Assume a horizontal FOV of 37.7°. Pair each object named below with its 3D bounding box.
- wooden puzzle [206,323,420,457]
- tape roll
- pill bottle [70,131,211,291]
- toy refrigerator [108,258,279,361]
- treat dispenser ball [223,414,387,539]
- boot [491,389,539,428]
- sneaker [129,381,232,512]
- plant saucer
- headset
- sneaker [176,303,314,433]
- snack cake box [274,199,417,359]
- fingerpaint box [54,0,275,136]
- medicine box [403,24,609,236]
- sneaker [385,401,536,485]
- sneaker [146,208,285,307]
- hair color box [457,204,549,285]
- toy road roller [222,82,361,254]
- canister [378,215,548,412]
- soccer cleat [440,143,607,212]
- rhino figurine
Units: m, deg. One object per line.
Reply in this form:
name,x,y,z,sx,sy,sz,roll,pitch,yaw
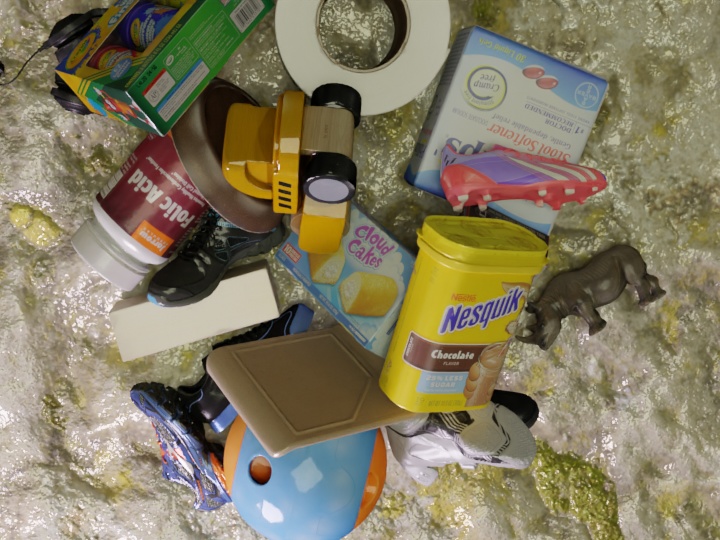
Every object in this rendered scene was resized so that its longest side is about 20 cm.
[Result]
wooden puzzle,-0.053,0.134,1.210,0.198,0.185,0.038,-13,127,-30
tape roll,-0.002,-0.283,1.231,0.199,0.139,0.206,-1,99,-5
pill bottle,-0.245,-0.082,1.256,0.114,0.114,0.200,41,94,-9
toy refrigerator,-0.201,0.050,1.301,0.197,0.076,0.071,-17,100,-2
treat dispenser ball,-0.066,0.230,1.277,0.198,0.201,0.204,-1,99,-4
boot,0.116,0.119,1.289,0.163,0.066,0.202,-11,122,20
sneaker,-0.228,0.227,1.330,0.078,0.075,0.201,-36,98,5
plant saucer,-0.140,-0.141,1.217,0.032,0.200,0.202,-25,102,27
headset,-0.340,-0.245,1.257,0.197,0.094,0.125,-7,99,-19
sneaker,-0.144,0.108,1.318,0.078,0.070,0.200,41,91,-11
snack cake box,0.000,0.000,1.251,0.116,0.200,0.067,-53,140,6
fingerpaint box,-0.219,-0.260,1.172,0.201,0.166,0.074,-52,133,-15
medicine box,0.173,-0.167,1.282,0.180,0.103,0.202,20,96,-7
sneaker,0.115,0.208,1.272,0.198,0.075,0.116,16,140,19
sneaker,-0.178,-0.033,1.253,0.200,0.073,0.083,-40,137,-30
hair color box,0.132,0.020,1.281,0.110,0.064,0.201,25,129,-7
toy road roller,-0.077,-0.116,1.166,0.144,0.201,0.125,5,63,-2
canister,0.110,0.050,1.160,0.147,0.087,0.202,1,116,-34
soccer cleat,0.188,-0.112,1.211,0.197,0.067,0.078,-4,73,-10
rhino figurine,0.284,0.038,1.344,0.198,0.060,0.088,-28,81,1
